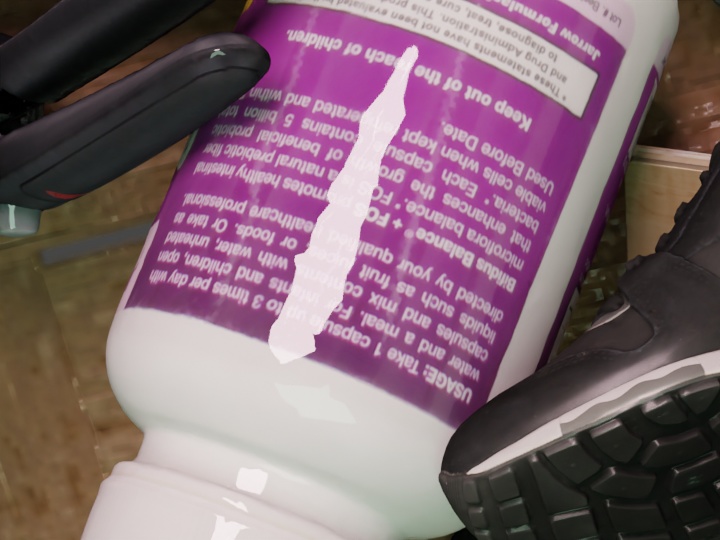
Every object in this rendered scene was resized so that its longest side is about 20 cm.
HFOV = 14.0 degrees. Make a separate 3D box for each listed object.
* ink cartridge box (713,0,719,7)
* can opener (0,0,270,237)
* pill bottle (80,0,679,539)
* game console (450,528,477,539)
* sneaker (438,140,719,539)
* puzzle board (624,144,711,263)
[{"bbox_3d":[0.195,-0.119,0.796,0.162,0.050,0.200,42,93,-9],"label":"ink cartridge box"},{"bbox_3d":[-0.084,-0.043,0.782,0.200,0.079,0.063,-11,90,52],"label":"can opener"},{"bbox_3d":[0.000,0.000,0.768,0.112,0.112,0.200,23,79,-3],"label":"pill bottle"},{"bbox_3d":[0.151,0.086,0.840,0.176,0.116,0.200,54,132,16],"label":"game console"},{"bbox_3d":[0.106,0.001,0.731,0.200,0.088,0.076,-25,143,-1],"label":"sneaker"},{"bbox_3d":[0.172,0.038,0.817,0.200,0.017,0.151,9,131,17],"label":"puzzle board"}]
